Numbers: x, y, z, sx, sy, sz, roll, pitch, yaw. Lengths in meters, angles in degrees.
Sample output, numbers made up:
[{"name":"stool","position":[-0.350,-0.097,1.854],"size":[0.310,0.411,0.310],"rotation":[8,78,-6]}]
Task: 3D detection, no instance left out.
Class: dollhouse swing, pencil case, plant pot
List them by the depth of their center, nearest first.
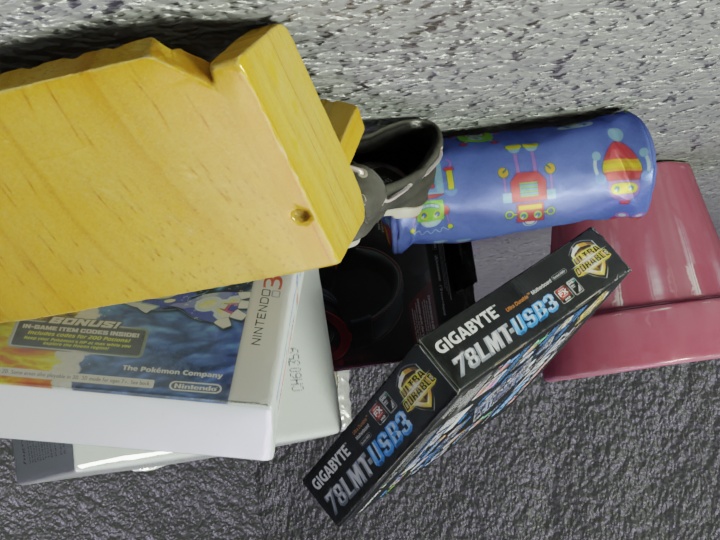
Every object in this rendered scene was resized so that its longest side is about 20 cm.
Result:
[{"name":"dollhouse swing","position":[-0.109,-0.081,0.786],"size":[0.199,0.177,0.182],"rotation":[-10,133,18]},{"name":"pencil case","position":[0.107,-0.063,1.057],"size":[0.198,0.079,0.087],"rotation":[-8,-161,-6]},{"name":"plant pot","position":[0.252,0.001,1.385],"size":[0.198,0.180,0.200],"rotation":[-9,175,-1]}]

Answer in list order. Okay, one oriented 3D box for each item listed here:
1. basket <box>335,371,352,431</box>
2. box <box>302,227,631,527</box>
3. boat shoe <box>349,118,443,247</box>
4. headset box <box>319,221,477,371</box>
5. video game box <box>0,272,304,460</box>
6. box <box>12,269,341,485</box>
[{"name":"basket","position":[-0.124,0.106,1.851],"size":[0.160,0.202,0.198],"rotation":[1,170,-28]},{"name":"box","position":[0.074,0.076,1.060],"size":[0.198,0.050,0.200],"rotation":[-31,164,-40]},{"name":"boat shoe","position":[-0.004,-0.058,0.911],"size":[0.067,0.057,0.200],"rotation":[29,-160,16]},{"name":"headset box","position":[0.000,0.000,1.166],"size":[0.199,0.150,0.075],"rotation":[-10,176,29]},{"name":"video game box","position":[-0.135,0.023,0.856],"size":[0.198,0.047,0.183],"rotation":[5,-145,1]},{"name":"box","position":[-0.137,0.033,1.038],"size":[0.198,0.202,0.130],"rotation":[-5,172,-31]}]
